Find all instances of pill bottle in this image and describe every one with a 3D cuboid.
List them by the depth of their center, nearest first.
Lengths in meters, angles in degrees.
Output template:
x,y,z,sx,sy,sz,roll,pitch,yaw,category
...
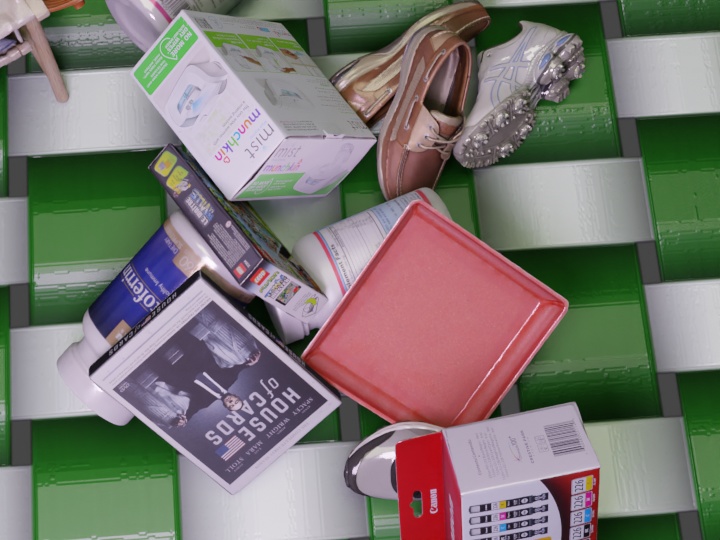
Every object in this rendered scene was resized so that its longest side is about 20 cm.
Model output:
x,y,z,sx,sy,sz,roll,pitch,yaw,category
-0.200,0.048,1.653,0.116,0.116,0.200,44,97,14,pill bottle
0.000,0.000,1.709,0.199,0.109,0.109,-22,71,-9,pill bottle
-0.172,-0.328,1.827,0.113,0.114,0.200,41,73,13,pill bottle

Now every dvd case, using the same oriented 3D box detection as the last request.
x,y,z,sx,sy,sz,roll,pitch,yaw,category
-0.137,0.110,1.612,0.150,0.025,0.200,-41,116,13,dvd case

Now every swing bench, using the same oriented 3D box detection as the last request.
x,y,z,sx,sy,sz,roll,pitch,yaw,category
-0.422,-0.218,1.728,0.198,0.200,0.130,-31,73,-14,swing bench

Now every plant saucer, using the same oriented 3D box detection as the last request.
x,y,z,sx,sy,sz,roll,pitch,yaw,category
0.071,0.056,1.661,0.199,0.037,0.201,33,100,-18,plant saucer

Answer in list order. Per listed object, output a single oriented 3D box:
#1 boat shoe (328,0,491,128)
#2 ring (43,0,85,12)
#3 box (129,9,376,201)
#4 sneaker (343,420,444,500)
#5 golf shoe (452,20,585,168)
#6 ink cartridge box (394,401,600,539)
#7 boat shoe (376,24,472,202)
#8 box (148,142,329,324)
x,y,z,sx,sy,sz,roll,pitch,yaw,category
0.058,-0.215,1.819,0.199,0.076,0.074,-33,77,-5,boat shoe
-0.271,-0.339,1.813,0.201,0.200,0.019,-48,121,-17,ring
-0.103,-0.167,1.715,0.097,0.200,0.177,-45,74,22,box
0.082,0.192,1.643,0.198,0.079,0.075,-3,107,-2,sneaker
0.152,-0.193,1.821,0.097,0.079,0.200,34,65,28,golf shoe
0.127,0.233,1.569,0.174,0.201,0.084,-11,43,-5,ink cartridge box
0.070,-0.152,1.751,0.075,0.072,0.202,2,102,-34,boat shoe
-0.119,-0.036,1.631,0.035,0.110,0.200,-47,50,8,box
